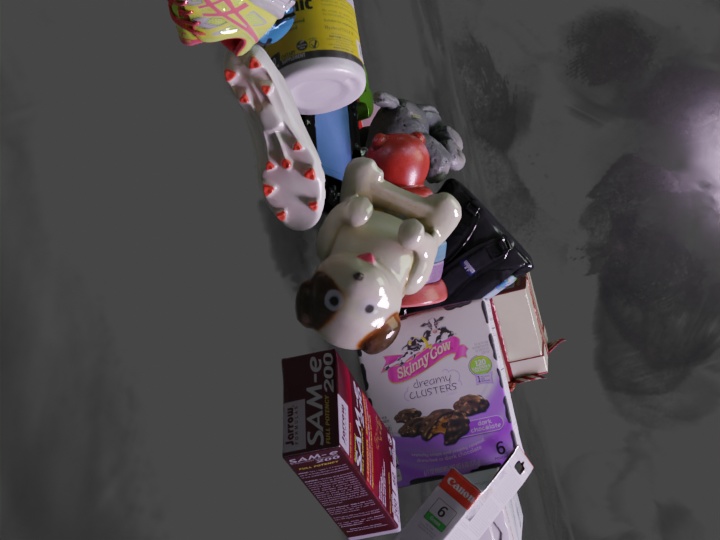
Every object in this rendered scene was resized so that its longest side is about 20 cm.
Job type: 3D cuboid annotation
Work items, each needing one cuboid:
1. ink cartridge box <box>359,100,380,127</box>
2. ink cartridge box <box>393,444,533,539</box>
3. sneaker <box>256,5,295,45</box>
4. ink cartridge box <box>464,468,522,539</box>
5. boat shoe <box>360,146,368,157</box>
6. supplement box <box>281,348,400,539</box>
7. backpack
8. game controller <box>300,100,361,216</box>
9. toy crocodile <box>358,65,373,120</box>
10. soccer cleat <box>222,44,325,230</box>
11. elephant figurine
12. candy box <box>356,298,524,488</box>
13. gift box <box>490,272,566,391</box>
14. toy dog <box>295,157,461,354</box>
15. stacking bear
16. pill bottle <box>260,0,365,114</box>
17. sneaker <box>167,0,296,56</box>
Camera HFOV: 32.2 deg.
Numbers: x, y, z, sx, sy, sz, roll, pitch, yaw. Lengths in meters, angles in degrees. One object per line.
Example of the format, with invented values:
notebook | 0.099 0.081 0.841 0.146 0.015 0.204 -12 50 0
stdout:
ink cartridge box | 0.034 -0.150 1.838 0.176 0.044 0.202 -32 109 -78
ink cartridge box | 0.112 0.279 1.434 0.050 0.200 0.109 36 -8 27
sneaker | -0.142 -0.287 1.173 0.082 0.073 0.200 44 -1 36
ink cartridge box | 0.195 0.369 1.934 0.200 0.082 0.148 -58 134 -74
boat shoe | -0.013 -0.118 1.534 0.072 0.068 0.201 -59 134 -72
supplement box | -0.017 0.176 1.234 0.200 0.060 0.109 60 21 -51
backpack | 0.101 0.000 1.636 0.163 0.200 0.154 45 3 -3
game controller | -0.037 -0.154 1.449 0.104 0.042 0.202 13 64 -39
toy crocodile | -0.031 -0.238 1.579 0.200 0.067 0.062 28 51 -74
soccer cleat | -0.082 -0.139 1.257 0.078 0.069 0.201 -80 152 -67
elephant figurine | 0.031 -0.126 1.657 0.156 0.200 0.141 53 28 4
candy box | 0.094 0.147 1.512 0.072 0.166 0.202 6 71 -79
gift box | 0.256 0.108 2.230 0.185 0.198 0.188 -56 133 -67
toy dog | 0.000 0.000 1.330 0.139 0.194 0.200 31 33 -4
stacking bear | 0.047 -0.064 1.485 0.114 0.121 0.202 11 -74 63
pill bottle | -0.061 -0.286 1.393 0.111 0.110 0.202 46 33 -67
sneaker | -0.140 -0.239 1.085 0.078 0.091 0.199 47 16 33
